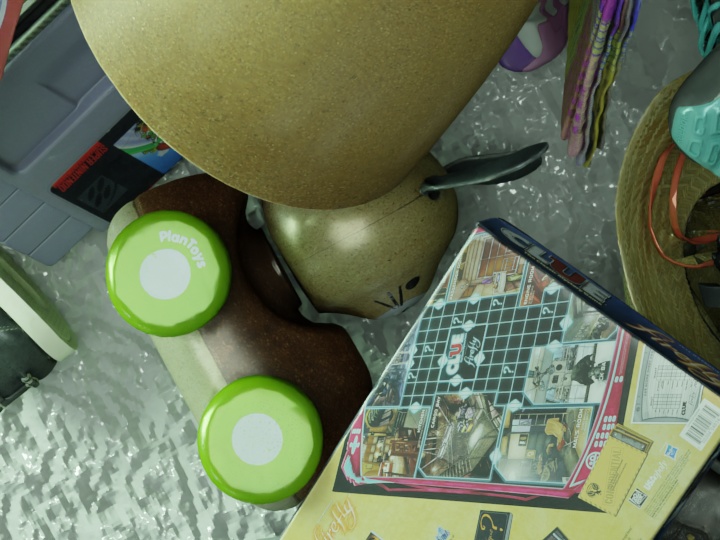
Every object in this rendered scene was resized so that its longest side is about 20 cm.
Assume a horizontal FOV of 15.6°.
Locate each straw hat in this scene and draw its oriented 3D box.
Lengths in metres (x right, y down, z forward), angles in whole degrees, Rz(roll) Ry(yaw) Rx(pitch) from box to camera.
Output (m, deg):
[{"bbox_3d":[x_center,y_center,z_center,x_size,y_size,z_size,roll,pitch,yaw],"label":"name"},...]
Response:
[{"bbox_3d":[0.168,0.007,1.186,0.085,0.201,0.202,-21,93,53],"label":"straw hat"}]

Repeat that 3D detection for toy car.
[{"bbox_3d":[0.000,0.000,1.192,0.200,0.164,0.158,-29,91,0],"label":"toy car"}]

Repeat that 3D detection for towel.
[{"bbox_3d":[0.114,-0.156,1.104,0.023,0.144,0.200,10,140,-2],"label":"towel"}]

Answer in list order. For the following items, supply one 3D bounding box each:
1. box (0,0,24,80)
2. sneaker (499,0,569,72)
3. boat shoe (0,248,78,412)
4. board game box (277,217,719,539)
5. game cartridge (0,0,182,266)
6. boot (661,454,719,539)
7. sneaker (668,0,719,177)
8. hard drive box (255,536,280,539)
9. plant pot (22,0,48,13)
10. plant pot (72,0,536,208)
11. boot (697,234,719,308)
[{"bbox_3d":[-0.191,-0.128,1.090,0.095,0.100,0.201,14,104,-19],"label":"box"},{"bbox_3d":[0.021,-0.173,1.204,0.088,0.080,0.200,-32,90,22],"label":"sneaker"},{"bbox_3d":[-0.227,-0.015,1.266,0.068,0.072,0.200,-43,90,8],"label":"boat shoe"},{"bbox_3d":[0.056,0.097,1.111,0.135,0.035,0.200,36,107,12],"label":"board game box"},{"bbox_3d":[-0.113,-0.090,1.212,0.200,0.130,0.038,-43,52,13],"label":"game cartridge"},{"bbox_3d":[0.112,0.132,1.233,0.174,0.069,0.200,-44,85,18],"label":"boot"},{"bbox_3d":[0.172,-0.112,1.141,0.091,0.200,0.078,28,134,19],"label":"sneaker"},{"bbox_3d":[0.034,0.221,1.214,0.155,0.077,0.201,-7,107,20],"label":"hard drive box"},{"bbox_3d":[-0.195,-0.213,1.199,0.186,0.186,0.200,-33,105,12],"label":"plant pot"},{"bbox_3d":[0.012,-0.152,1.041,0.187,0.186,0.200,53,133,1],"label":"plant pot"},{"bbox_3d":[0.245,0.028,1.141,0.073,0.198,0.163,-30,81,52],"label":"boot"}]
